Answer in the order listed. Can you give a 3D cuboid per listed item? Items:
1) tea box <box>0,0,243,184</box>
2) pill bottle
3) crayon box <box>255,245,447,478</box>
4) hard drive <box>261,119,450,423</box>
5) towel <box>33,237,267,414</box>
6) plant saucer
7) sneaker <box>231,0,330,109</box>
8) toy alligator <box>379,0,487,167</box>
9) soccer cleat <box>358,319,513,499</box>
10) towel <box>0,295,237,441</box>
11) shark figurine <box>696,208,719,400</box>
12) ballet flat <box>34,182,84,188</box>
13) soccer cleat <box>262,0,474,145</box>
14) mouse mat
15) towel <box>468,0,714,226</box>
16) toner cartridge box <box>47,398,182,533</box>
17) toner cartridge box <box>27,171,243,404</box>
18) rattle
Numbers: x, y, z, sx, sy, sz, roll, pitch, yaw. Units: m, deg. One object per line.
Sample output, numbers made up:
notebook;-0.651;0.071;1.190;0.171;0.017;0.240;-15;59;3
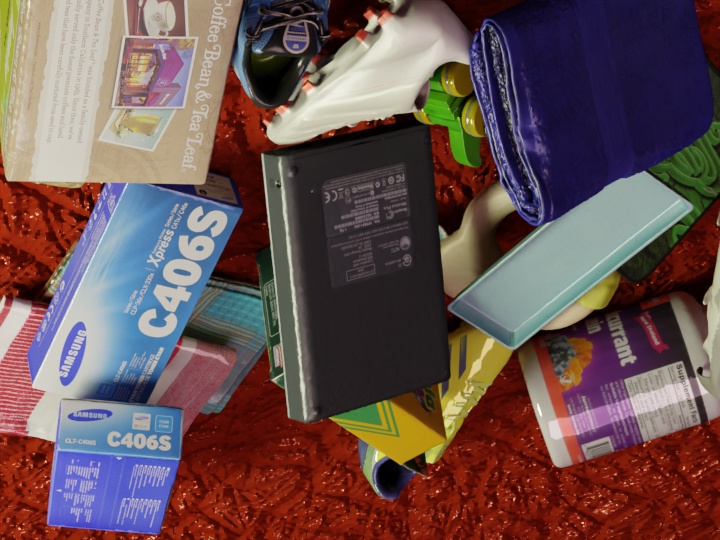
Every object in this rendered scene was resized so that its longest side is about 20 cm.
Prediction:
tea box;-0.155;-0.190;1.436;0.133;0.197;0.200;0;137;-16
pill bottle;0.239;0.082;1.917;0.199;0.112;0.112;-19;139;4
crayon box;0.003;0.067;1.821;0.051;0.127;0.200;-30;138;24
hard drive;0.000;0.000;1.699;0.139;0.033;0.201;-15;106;-35
towel;-0.167;0.048;1.832;0.199;0.022;0.147;16;130;-30
plant saucer;0.154;-0.014;1.714;0.070;0.019;0.200;33;126;-23
sneaker;-0.042;-0.190;1.550;0.078;0.089;0.200;-1;138;-16
toy alligator;0.057;-0.157;1.649;0.054;0.059;0.200;-53;136;-24
soccer cleat;0.070;0.116;1.927;0.065;0.084;0.200;19;129;-32
towel;-0.216;0.090;1.838;0.199;0.023;0.144;14;131;-26
shark figurine;0.309;0.018;1.776;0.089;0.128;0.215;11;98;14
ballet flat;-0.158;-0.118;1.623;0.200;0.071;0.065;-26;150;25
soccer cleat;0.003;-0.128;1.610;0.077;0.069;0.200;36;142;-17
mouse mat;0.200;-0.102;1.702;0.161;0.008;0.200;-48;121;0
towel;0.161;-0.132;1.601;0.200;0.049;0.148;-27;111;-37
toner cartridge box;-0.196;0.157;1.824;0.095;0.043;0.200;4;157;-9
toner cartridge box;-0.172;0.010;1.740;0.095;0.043;0.200;15;120;-24
rattle;0.117;-0.033;1.819;0.199;0.143;0.130;-5;126;28
